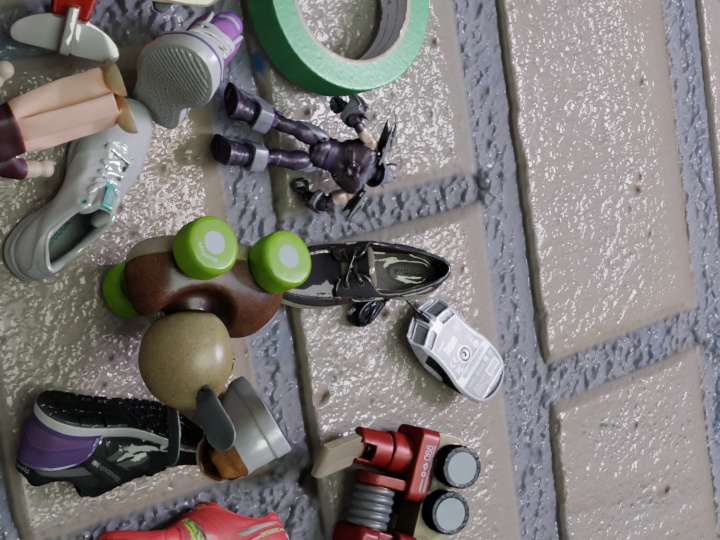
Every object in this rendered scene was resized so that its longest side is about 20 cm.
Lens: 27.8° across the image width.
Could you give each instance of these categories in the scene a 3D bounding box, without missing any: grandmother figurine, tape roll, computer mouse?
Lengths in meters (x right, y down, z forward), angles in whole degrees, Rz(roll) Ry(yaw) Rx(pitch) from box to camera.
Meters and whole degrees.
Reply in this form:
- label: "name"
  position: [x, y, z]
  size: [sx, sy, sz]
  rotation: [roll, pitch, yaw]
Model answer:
- label: "grandmother figurine"
  position: [-0.303, -0.127, 1.276]
  size: [0.200, 0.061, 0.122]
  rotation: [-23, 119, -13]
- label: "tape roll"
  position: [-0.020, -0.281, 1.490]
  size: [0.200, 0.048, 0.201]
  rotation: [3, 85, -35]
- label: "computer mouse"
  position: [0.080, 0.073, 1.604]
  size: [0.200, 0.044, 0.110]
  rotation: [46, 63, -22]

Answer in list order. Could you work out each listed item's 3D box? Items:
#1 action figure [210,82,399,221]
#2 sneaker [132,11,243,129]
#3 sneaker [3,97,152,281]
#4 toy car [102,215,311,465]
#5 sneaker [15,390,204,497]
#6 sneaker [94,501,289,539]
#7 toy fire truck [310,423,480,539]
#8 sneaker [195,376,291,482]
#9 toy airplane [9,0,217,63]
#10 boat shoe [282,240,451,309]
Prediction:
- label: "action figure"
  position: [-0.047, -0.123, 1.469]
  size: [0.200, 0.069, 0.130]
  rotation: [16, 102, -26]
- label: "sneaker"
  position: [-0.147, -0.205, 1.327]
  size: [0.073, 0.200, 0.114]
  rotation: [42, 74, -12]
- label: "sneaker"
  position: [-0.241, -0.072, 1.333]
  size: [0.075, 0.088, 0.200]
  rotation: [40, 70, -29]
- label: "toy car"
  position: [-0.142, 0.074, 1.335]
  size: [0.157, 0.164, 0.201]
  rotation: [11, 68, -35]
- label: "sneaker"
  position: [-0.235, 0.172, 1.380]
  size: [0.200, 0.076, 0.088]
  rotation: [15, 108, -39]
- label: "sneaker"
  position: [-0.167, 0.268, 1.428]
  size: [0.199, 0.077, 0.085]
  rotation: [6, 47, -21]
- label: "toy fire truck"
  position: [0.014, 0.243, 1.529]
  size: [0.200, 0.129, 0.177]
  rotation: [18, 83, -23]
- label: "sneaker"
  position: [-0.124, 0.154, 1.386]
  size: [0.085, 0.200, 0.073]
  rotation: [-32, 95, -7]
- label: "toy airplane"
  position: [-0.247, -0.288, 1.302]
  size: [0.199, 0.141, 0.200]
  rotation: [-27, 125, 7]
- label: "boat shoe"
  position: [0.000, 0.000, 1.505]
  size: [0.199, 0.065, 0.072]
  rotation: [1, 75, -23]
